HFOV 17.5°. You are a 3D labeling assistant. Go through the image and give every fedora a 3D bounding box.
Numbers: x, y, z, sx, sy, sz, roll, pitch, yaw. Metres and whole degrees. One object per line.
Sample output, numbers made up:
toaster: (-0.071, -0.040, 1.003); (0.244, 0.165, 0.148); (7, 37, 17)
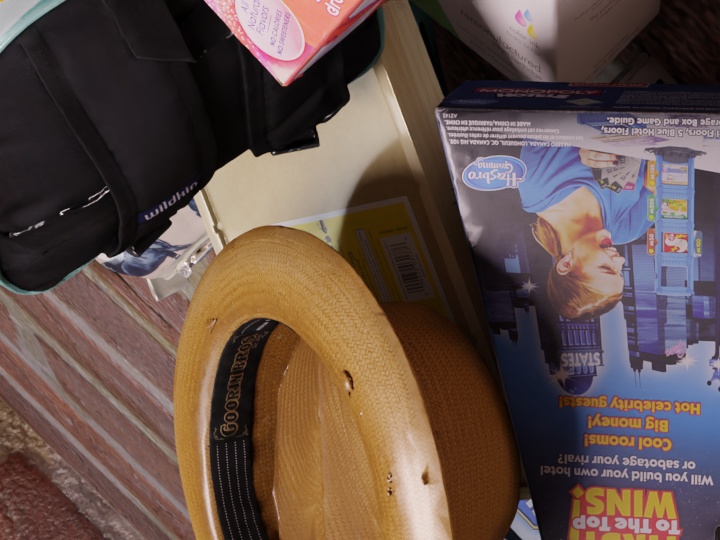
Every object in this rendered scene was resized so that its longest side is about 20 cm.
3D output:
fedora: (0.004, 0.077, 0.872); (0.200, 0.081, 0.202); (28, 124, 51)

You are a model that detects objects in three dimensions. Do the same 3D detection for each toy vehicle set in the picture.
toy vehicle set: (0.000, 0.000, 0.926); (0.124, 0.026, 0.201); (-9, 107, 43)

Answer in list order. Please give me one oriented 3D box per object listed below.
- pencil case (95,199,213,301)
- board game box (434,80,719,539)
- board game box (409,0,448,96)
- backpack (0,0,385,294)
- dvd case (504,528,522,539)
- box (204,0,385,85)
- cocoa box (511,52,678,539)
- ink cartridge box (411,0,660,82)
pencil case: (-0.063, -0.058, 1.045); (0.090, 0.078, 0.200); (54, 147, -3)
board game box: (0.129, 0.036, 0.847); (0.198, 0.062, 0.201); (3, 105, 14)
board game box: (0.012, -0.015, 1.107); (0.047, 0.201, 0.151); (-1, 148, 11)
backpack: (-0.086, -0.104, 0.771); (0.154, 0.175, 0.200); (58, 172, 9)
dvd case: (0.084, 0.056, 1.076); (0.025, 0.201, 0.150); (-24, 119, 35)
box: (0.027, -0.159, 0.662); (0.095, 0.200, 0.103); (47, 149, -2)
cocoa box: (0.121, 0.042, 0.973); (0.200, 0.133, 0.131); (47, 134, -1)
ink cartridge box: (0.050, -0.161, 0.863); (0.117, 0.067, 0.200); (40, 163, 23)
